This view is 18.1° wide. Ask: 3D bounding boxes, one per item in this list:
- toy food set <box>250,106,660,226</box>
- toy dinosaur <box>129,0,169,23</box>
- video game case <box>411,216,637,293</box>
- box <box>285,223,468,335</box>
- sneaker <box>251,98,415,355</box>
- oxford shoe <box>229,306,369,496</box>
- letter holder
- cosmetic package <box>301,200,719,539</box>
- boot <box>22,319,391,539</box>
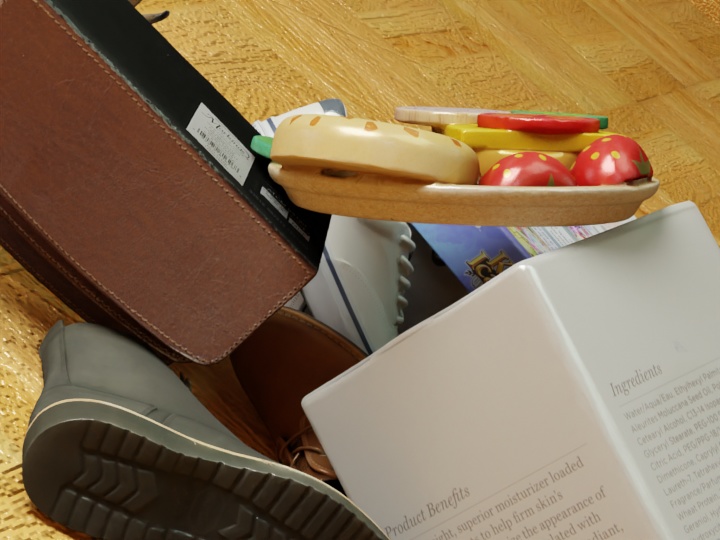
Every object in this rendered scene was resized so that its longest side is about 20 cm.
[{"bbox_3d":[0.047,-0.054,1.105,0.198,0.049,0.198,1,7,-8],"label":"toy food set"},{"bbox_3d":[-0.150,-0.122,1.411,0.200,0.086,0.135,51,16,19],"label":"toy dinosaur"},{"bbox_3d":[0.128,0.009,1.302,0.200,0.045,0.181,51,25,19],"label":"video game case"},{"bbox_3d":[0.039,0.013,1.364,0.199,0.117,0.060,23,13,-38],"label":"box"},{"bbox_3d":[0.000,0.000,1.247,0.073,0.070,0.201,-119,-175,-67],"label":"sneaker"},{"bbox_3d":[-0.015,0.092,1.178,0.071,0.071,0.200,2,41,-51],"label":"oxford shoe"},{"bbox_3d":[-0.134,-0.039,1.123,0.200,0.142,0.101,45,16,-11],"label":"letter holder"},{"bbox_3d":[0.112,0.100,1.103,0.165,0.165,0.201,-17,78,-50],"label":"cosmetic package"},{"bbox_3d":[-0.067,0.092,1.085,0.199,0.078,0.138,32,15,-18],"label":"boot"}]
